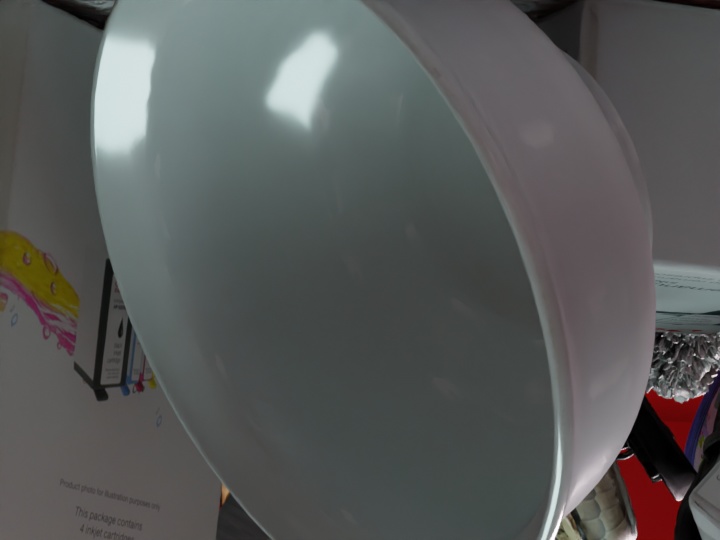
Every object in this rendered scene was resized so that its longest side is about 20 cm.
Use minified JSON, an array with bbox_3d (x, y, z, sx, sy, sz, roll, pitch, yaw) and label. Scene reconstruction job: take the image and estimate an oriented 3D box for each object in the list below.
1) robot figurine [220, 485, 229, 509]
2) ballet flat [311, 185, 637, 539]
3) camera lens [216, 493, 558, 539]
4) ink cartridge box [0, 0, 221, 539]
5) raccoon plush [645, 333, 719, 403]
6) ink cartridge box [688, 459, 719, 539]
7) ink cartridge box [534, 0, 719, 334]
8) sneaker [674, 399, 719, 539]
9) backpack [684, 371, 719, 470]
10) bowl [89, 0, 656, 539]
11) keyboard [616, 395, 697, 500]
[{"bbox_3d":[-0.072,0.071,1.066,0.145,0.058,0.200,-2,130,-2],"label":"robot figurine"},{"bbox_3d":[0.016,0.012,0.805,0.046,0.200,0.067,-34,174,-17],"label":"ballet flat"},{"bbox_3d":[0.030,0.161,0.969,0.200,0.160,0.160,31,177,8],"label":"camera lens"},{"bbox_3d":[-0.138,0.025,0.849,0.147,0.200,0.145,-1,168,28],"label":"ink cartridge box"},{"bbox_3d":[0.181,0.000,1.100,0.134,0.097,0.200,-8,171,16],"label":"raccoon plush"},{"bbox_3d":[0.212,0.061,0.926,0.045,0.200,0.176,36,165,33],"label":"ink cartridge box"},{"bbox_3d":[0.100,-0.028,0.854,0.146,0.083,0.200,5,174,-17],"label":"ink cartridge box"},{"bbox_3d":[0.169,0.048,0.984,0.071,0.200,0.099,10,178,14],"label":"sneaker"},{"bbox_3d":[0.340,0.135,1.861,0.200,0.183,0.147,14,-169,-18],"label":"backpack"},{"bbox_3d":[0.017,-0.010,0.713,0.090,0.201,0.201,-26,-169,-34],"label":"bowl"},{"bbox_3d":[0.090,0.042,1.088,0.104,0.040,0.200,50,-174,-28],"label":"keyboard"}]
